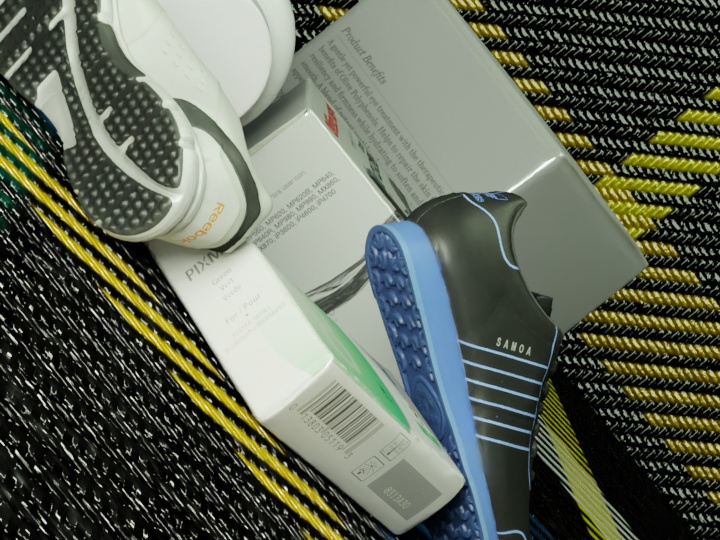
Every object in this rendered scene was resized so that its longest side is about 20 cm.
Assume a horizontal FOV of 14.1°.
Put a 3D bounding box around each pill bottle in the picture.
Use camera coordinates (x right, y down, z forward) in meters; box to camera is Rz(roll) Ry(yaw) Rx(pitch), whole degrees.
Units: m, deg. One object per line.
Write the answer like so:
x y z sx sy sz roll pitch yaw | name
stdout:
-0.092 -0.130 1.548 0.111 0.111 0.200 50 5 -12 | pill bottle

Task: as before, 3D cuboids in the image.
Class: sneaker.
-0.103 -0.081 1.266 0.080 0.074 0.200 22 35 -49 | sneaker
0.063 0.060 1.383 0.070 0.078 0.200 22 -52 61 | sneaker

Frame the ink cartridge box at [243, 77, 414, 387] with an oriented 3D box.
0.000 0.000 1.601 0.200 0.084 0.144 50 6 -9 | ink cartridge box

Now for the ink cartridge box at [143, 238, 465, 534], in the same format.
-0.043 0.013 1.331 0.200 0.050 0.161 57 7 32 | ink cartridge box

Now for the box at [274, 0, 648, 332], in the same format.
0.052 -0.055 1.965 0.199 0.171 0.200 55 6 32 | box
